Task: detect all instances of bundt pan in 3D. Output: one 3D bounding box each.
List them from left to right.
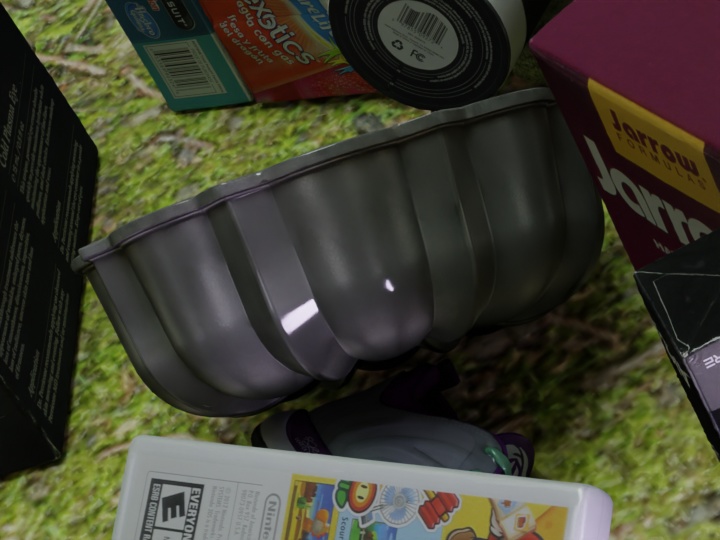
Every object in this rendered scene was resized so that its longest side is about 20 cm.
[{"bbox_3d":[0.000,0.000,1.020,0.202,0.076,0.202,-18,-4,-1],"label":"bundt pan"}]

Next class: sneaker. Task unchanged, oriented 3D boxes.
[{"bbox_3d":[0.032,0.092,0.967,0.087,0.074,0.200,-29,37,-6],"label":"sneaker"}]

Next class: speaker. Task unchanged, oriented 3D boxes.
[{"bbox_3d":[0.060,-0.158,1.166,0.081,0.081,0.200,-1,40,31],"label":"speaker"}]

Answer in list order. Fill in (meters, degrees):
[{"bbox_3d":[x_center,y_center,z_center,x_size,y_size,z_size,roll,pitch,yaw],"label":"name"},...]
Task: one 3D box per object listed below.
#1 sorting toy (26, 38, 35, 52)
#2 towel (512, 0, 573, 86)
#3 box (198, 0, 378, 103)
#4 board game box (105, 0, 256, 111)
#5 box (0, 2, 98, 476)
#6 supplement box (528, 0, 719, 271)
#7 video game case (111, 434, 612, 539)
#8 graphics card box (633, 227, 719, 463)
[{"bbox_3d":[-0.278,-0.116,1.297,0.185,0.200,0.037,-11,64,26],"label":"sorting toy"},{"bbox_3d":[0.163,-0.140,1.164,0.148,0.037,0.200,16,58,44],"label":"towel"},{"bbox_3d":[0.008,-0.177,1.254,0.100,0.096,0.200,-2,46,31],"label":"box"},{"bbox_3d":[-0.068,-0.197,1.280,0.047,0.151,0.200,-4,45,29],"label":"board game box"},{"bbox_3d":[-0.201,-0.036,1.164,0.104,0.182,0.200,-17,40,16],"label":"box"},{"bbox_3d":[0.159,-0.010,0.893,0.103,0.200,0.131,-39,38,-12],"label":"supplement box"},{"bbox_3d":[-0.016,0.159,0.890,0.182,0.023,0.200,4,79,35],"label":"video game case"},{"bbox_3d":[0.173,0.055,0.813,0.125,0.200,0.051,-28,35,4],"label":"graphics card box"}]
